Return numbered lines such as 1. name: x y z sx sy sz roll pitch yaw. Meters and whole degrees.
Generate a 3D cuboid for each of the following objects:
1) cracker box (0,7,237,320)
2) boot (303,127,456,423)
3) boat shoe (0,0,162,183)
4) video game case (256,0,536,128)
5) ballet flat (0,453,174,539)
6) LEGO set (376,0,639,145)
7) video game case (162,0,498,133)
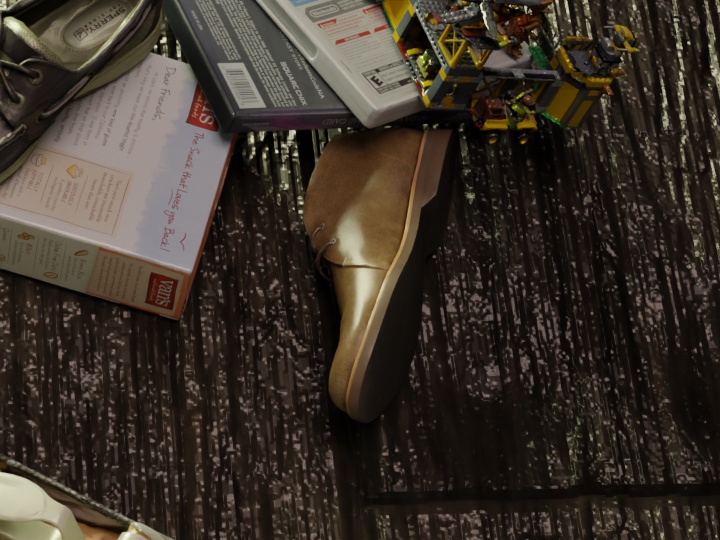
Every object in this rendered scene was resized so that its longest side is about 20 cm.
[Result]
1. cracker box: -0.174 -0.066 1.326 0.199 0.058 0.134 17 57 -2
2. boot: 0.000 0.000 1.330 0.075 0.074 0.200 8 50 9
3. boat shoe: -0.181 -0.109 1.276 0.072 0.066 0.201 41 59 13
4. video game case: -0.006 -0.174 1.404 0.143 0.018 0.200 -23 65 -42
5. ballet flat: -0.138 0.145 1.201 0.200 0.072 0.072 25 57 2
6. LEGO set: 0.079 -0.181 1.360 0.153 0.116 0.201 6 48 -27
7. video game case: -0.019 -0.141 1.391 0.199 0.019 0.143 -4 53 -35
